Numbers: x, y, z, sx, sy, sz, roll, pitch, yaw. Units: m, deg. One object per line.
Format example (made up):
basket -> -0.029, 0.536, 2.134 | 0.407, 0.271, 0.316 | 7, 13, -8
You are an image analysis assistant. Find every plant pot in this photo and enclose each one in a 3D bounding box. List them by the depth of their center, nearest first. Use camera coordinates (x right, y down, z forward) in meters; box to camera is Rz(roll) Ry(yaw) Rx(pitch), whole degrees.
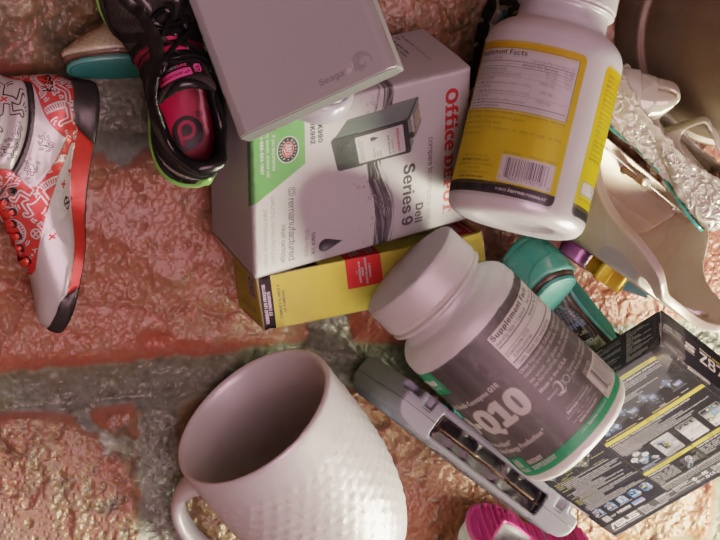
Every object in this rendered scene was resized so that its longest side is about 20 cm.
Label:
plant pot -> 0.340, -0.192, 1.740 | 0.199, 0.173, 0.201 | -5, 105, -18

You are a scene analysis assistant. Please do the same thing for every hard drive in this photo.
hard drive -> -0.063, -0.214, 1.537 | 0.131, 0.026, 0.201 | -23, 79, 14

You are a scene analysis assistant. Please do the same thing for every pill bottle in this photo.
pill bottle -> 0.144, -0.132, 1.635 | 0.112, 0.112, 0.201 | 17, 84, -23
pill bottle -> 0.108, 0.066, 1.668 | 0.200, 0.113, 0.113 | 43, 87, -12

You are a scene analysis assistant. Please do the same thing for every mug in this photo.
mug -> -0.065, 0.187, 1.724 | 0.199, 0.148, 0.176 | -24, 123, 20

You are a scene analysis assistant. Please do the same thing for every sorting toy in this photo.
sorting toy -> 0.229, -0.021, 1.719 | 0.107, 0.180, 0.200 | -48, 133, 9

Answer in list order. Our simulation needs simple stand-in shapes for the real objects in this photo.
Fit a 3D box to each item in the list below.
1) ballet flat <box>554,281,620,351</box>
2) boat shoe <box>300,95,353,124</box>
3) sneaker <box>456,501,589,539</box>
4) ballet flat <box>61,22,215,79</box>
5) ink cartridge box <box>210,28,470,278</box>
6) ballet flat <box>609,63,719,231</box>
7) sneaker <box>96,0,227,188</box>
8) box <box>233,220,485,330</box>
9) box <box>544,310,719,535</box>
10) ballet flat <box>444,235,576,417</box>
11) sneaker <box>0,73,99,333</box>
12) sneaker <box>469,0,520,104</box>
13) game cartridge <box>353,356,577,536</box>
ballet flat -> 0.211, 0.079, 1.833 | 0.074, 0.074, 0.200 | -45, 112, -4
boat shoe -> -0.073, -0.194, 1.581 | 0.072, 0.200, 0.062 | -24, 150, -31
sneaker -> 0.146, 0.271, 1.851 | 0.199, 0.082, 0.088 | 23, 123, -34
ballet flat -> -0.143, -0.185, 1.636 | 0.199, 0.067, 0.063 | -1, 77, -23
ink cartridge box -> -0.015, -0.096, 1.654 | 0.199, 0.084, 0.147 | -16, 125, -24
ballet flat -> 0.256, -0.120, 1.732 | 0.072, 0.072, 0.200 | -45, 107, -4
sneaker -> -0.139, -0.160, 1.554 | 0.077, 0.084, 0.201 | -25, 104, -20
box -> 0.000, 0.000, 1.722 | 0.199, 0.075, 0.050 | -10, 107, -16
box -> 0.241, 0.137, 1.803 | 0.161, 0.049, 0.200 | 34, 129, -25
ballet flat -> 0.118, 0.042, 1.771 | 0.067, 0.071, 0.200 | -7, 142, -36
sneaker -> -0.269, -0.054, 1.614 | 0.107, 0.067, 0.202 | 4, 99, -20
sneaker -> 0.129, -0.134, 1.732 | 0.090, 0.078, 0.201 | 18, 98, -27
game cartridge -> 0.085, 0.149, 1.759 | 0.200, 0.133, 0.042 | 38, 82, -21
